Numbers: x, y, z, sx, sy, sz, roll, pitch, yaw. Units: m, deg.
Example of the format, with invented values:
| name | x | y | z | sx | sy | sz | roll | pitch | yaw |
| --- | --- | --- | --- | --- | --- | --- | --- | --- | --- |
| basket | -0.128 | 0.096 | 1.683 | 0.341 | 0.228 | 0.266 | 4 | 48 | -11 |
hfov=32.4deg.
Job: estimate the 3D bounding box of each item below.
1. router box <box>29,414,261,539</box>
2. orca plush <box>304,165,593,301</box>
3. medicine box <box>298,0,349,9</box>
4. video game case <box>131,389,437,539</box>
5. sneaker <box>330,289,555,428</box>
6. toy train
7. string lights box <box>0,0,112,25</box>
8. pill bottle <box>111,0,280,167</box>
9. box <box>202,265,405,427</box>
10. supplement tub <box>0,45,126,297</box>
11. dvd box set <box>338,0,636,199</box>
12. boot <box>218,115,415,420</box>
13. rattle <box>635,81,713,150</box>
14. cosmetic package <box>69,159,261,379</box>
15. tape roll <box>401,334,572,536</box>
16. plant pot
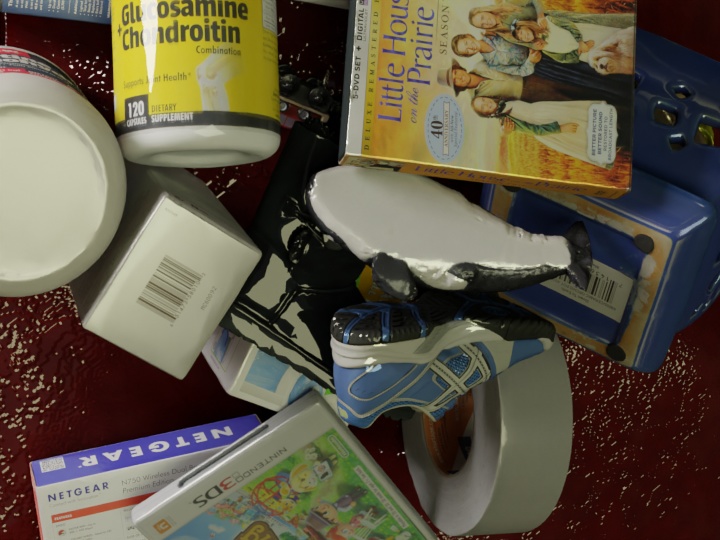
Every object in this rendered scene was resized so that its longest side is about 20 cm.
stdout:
| name | x | y | z | sx | sy | sz | roll | pitch | yaw |
| --- | --- | --- | --- | --- | --- | --- | --- | --- | --- |
| router box | -0.167 | 0.232 | 1.051 | 0.197 | 0.049 | 0.182 | -9 | 110 | -18 |
| orca plush | 0.057 | -0.026 | 0.855 | 0.197 | 0.071 | 0.107 | -1 | 77 | -9 |
| medicine box | 0.015 | -0.287 | 0.928 | 0.197 | 0.103 | 0.185 | 5 | 105 | -23 |
| video game case | -0.057 | 0.213 | 1.017 | 0.181 | 0.022 | 0.201 | -33 | 122 | 7 |
| sneaker | 0.058 | 0.061 | 0.893 | 0.198 | 0.075 | 0.078 | -5 | 110 | -34 |
| toy train | -0.057 | -0.136 | 0.989 | 0.198 | 0.034 | 0.046 | 19 | 111 | -26 |
| string lights box | -0.202 | -0.232 | 0.885 | 0.197 | 0.059 | 0.104 | 3 | 105 | -22 |
| pill bottle | -0.111 | -0.175 | 0.829 | 0.110 | 0.112 | 0.203 | -2 | 87 | -20 |
| box | -0.031 | 0.011 | 1.004 | 0.111 | 0.101 | 0.202 | 22 | 98 | -25 |
| supplement tub | -0.241 | -0.075 | 0.841 | 0.138 | 0.200 | 0.142 | -6 | 109 | -19 |
| dvd box set | 0.087 | -0.132 | 0.828 | 0.197 | 0.029 | 0.149 | 7 | 80 | -11 |
| boot | 0.000 | 0.000 | 0.913 | 0.199 | 0.076 | 0.169 | 31 | 98 | -19 |
| rattle | 0.200 | -0.151 | 1.058 | 0.199 | 0.142 | 0.132 | 34 | 48 | -34 |
| cosmetic package | -0.153 | -0.018 | 0.894 | 0.084 | 0.200 | 0.108 | 31 | 97 | -24 |
| tape roll | 0.100 | 0.118 | 1.035 | 0.065 | 0.200 | 0.203 | 1 | 106 | -21 |
| plant pot | 0.196 | -0.051 | 0.958 | 0.180 | 0.198 | 0.202 | -48 | 156 | -39 |
